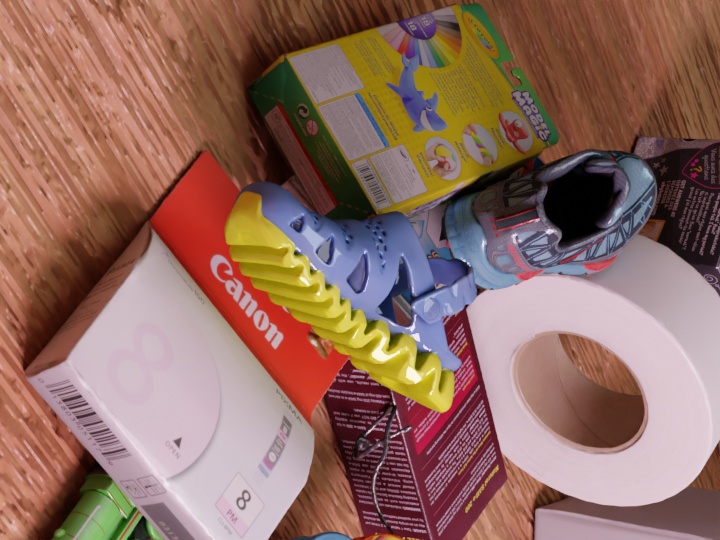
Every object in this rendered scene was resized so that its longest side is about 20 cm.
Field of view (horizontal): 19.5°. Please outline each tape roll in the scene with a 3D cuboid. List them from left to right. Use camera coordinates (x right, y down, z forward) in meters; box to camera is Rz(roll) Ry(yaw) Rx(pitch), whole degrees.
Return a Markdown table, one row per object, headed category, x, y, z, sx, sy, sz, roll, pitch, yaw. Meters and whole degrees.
| category | x | y | z | sx | sy | sz | roll | pitch | yaw |
| --- | --- | --- | --- | --- | --- | --- | --- | --- | --- |
| tape roll | 0.168 | 0.067 | 1.486 | 0.071 | 0.201 | 0.203 | -48 | 132 | -43 |

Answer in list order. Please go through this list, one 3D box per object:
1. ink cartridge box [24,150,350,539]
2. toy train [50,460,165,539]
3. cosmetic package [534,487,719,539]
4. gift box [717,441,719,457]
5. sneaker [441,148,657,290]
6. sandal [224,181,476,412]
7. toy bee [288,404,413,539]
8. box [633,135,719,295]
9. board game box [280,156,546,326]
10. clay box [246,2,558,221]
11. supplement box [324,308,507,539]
| category | x | y | z | sx | sy | sz | roll | pitch | yaw |
| --- | --- | --- | --- | --- | --- | --- | --- | --- | --- |
| ink cartridge box | -0.078 | 0.047 | 1.184 | 0.163 | 0.057 | 0.200 | 52 | 53 | -20 |
| toy train | -0.133 | 0.135 | 1.163 | 0.057 | 0.042 | 0.200 | 59 | 45 | -29 |
| cosmetic package | 0.241 | 0.284 | 1.666 | 0.167 | 0.165 | 0.201 | -7 | 101 | -58 |
| gift box | 0.440 | 0.067 | 1.936 | 0.200 | 0.186 | 0.185 | -47 | 132 | -43 |
| sneaker | 0.145 | -0.037 | 1.345 | 0.200 | 0.095 | 0.080 | -22 | 89 | -48 |
| sandal | 0.000 | 0.000 | 1.214 | 0.200 | 0.079 | 0.087 | 40 | 77 | -42 |
| toy bee | 0.001 | 0.199 | 1.288 | 0.109 | 0.131 | 0.200 | 40 | 91 | -8 |
| box | 0.298 | -0.004 | 1.765 | 0.200 | 0.114 | 0.133 | 54 | 50 | -47 |
| board game box | 0.037 | -0.052 | 1.354 | 0.126 | 0.035 | 0.200 | 48 | 44 | -4 |
| clay box | 0.033 | -0.097 | 1.319 | 0.200 | 0.048 | 0.115 | -22 | 79 | -47 |
| supplement box | 0.033 | 0.088 | 1.401 | 0.109 | 0.061 | 0.201 | -47 | 131 | -46 |
